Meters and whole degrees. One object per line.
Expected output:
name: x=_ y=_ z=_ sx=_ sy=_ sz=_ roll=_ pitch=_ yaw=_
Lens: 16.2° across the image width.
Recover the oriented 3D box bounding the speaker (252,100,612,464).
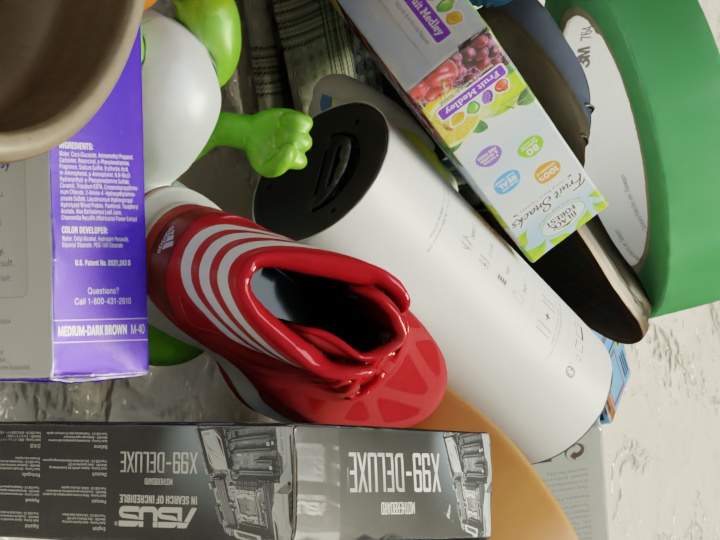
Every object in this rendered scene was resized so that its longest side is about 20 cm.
speaker: x=0.037 y=0.008 z=1.206 sx=0.200 sy=0.081 sz=0.082 roll=43 pitch=51 yaw=-37

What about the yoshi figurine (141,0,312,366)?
yoshi figurine: x=-0.083 y=-0.043 z=1.101 sx=0.112 sy=0.112 sz=0.201 roll=-64 pitch=163 yaw=-64

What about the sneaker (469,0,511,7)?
sneaker: x=0.030 y=-0.223 z=1.306 sx=0.200 sy=0.076 sz=0.081 roll=54 pitch=52 yaw=-25

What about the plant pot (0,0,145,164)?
plant pot: x=-0.196 y=-0.132 z=0.884 sx=0.200 sy=0.174 sz=0.202 roll=5 pitch=84 yaw=-59

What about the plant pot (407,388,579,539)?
plant pot: x=0.004 y=0.168 z=1.200 sx=0.140 sy=0.200 sz=0.201 roll=-29 pitch=116 yaw=-26

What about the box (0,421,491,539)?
box: x=-0.067 y=0.089 z=1.063 sx=0.157 sy=0.199 sz=0.050 roll=8 pitch=82 yaw=-59

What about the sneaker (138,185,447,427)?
sneaker: x=-0.007 y=0.036 z=1.067 sx=0.199 sy=0.115 sz=0.079 roll=25 pitch=89 yaw=-45

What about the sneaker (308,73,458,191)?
sneaker: x=0.000 y=0.000 z=1.266 sx=0.105 sy=0.075 sz=0.201 roll=-48 pitch=138 yaw=-24

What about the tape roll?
tape roll: x=0.153 y=-0.076 z=1.384 sx=0.200 sy=0.048 sz=0.202 roll=166 pitch=-90 yaw=-81

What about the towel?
towel: x=-0.007 y=-0.137 z=1.359 sx=0.192 sy=0.034 sz=0.201 roll=-31 pitch=113 yaw=-59

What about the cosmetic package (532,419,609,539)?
cosmetic package: x=0.097 y=0.137 z=1.396 sx=0.102 sy=0.071 sz=0.201 roll=-97 pitch=180 yaw=-56

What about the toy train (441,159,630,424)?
toy train: x=0.092 y=0.015 z=1.463 sx=0.114 sy=0.086 sz=0.201 roll=-61 pitch=136 yaw=-55

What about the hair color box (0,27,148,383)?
hair color box: x=-0.145 y=-0.056 z=1.026 sx=0.065 sy=0.109 sz=0.202 roll=-2 pitch=90 yaw=-53

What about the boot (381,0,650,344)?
boot: x=0.109 y=-0.061 z=1.360 sx=0.097 sy=0.075 sz=0.200 roll=-43 pitch=99 yaw=-29

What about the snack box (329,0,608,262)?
snack box: x=0.029 y=-0.114 z=1.214 sx=0.142 sy=0.053 sz=0.200 roll=48 pitch=6 yaw=-46
